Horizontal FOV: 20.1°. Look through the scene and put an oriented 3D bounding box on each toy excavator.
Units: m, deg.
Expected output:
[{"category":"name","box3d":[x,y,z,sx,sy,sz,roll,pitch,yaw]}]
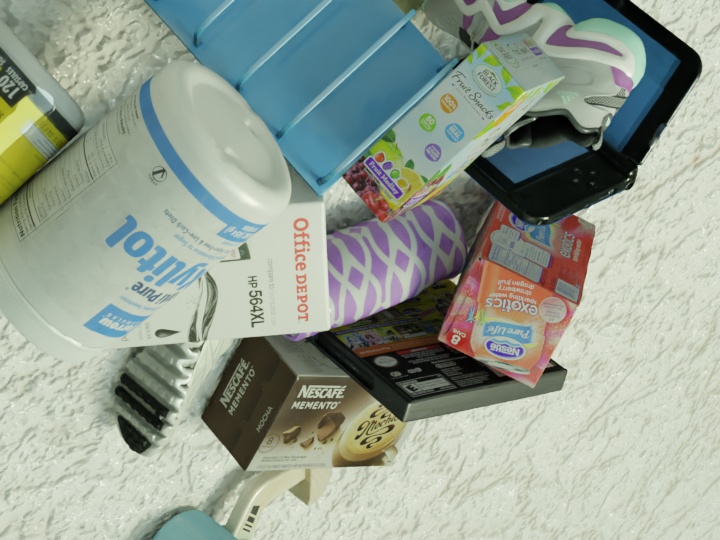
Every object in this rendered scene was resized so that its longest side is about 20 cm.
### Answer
[{"category":"toy excavator","box3d":[-0.128,0.260,1.940,0.194,0.100,0.201,5,113,-49]}]

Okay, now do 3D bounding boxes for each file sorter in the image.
[{"category":"file sorter","box3d":[-0.042,-0.174,1.462,0.139,0.200,0.123,-42,-176,-2]}]

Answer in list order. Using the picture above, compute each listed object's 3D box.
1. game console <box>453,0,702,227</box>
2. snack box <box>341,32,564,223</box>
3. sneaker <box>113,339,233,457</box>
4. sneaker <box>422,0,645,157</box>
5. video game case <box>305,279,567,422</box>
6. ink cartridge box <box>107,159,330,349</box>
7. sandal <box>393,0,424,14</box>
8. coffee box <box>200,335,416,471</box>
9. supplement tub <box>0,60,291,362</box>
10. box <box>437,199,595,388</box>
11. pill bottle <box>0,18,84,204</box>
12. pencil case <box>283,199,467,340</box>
[{"category":"game console","box3d":[0.152,-0.157,1.693,0.170,0.200,0.119,-24,141,-32]},{"category":"snack box","box3d":[0.073,-0.110,1.511,0.142,0.053,0.200,-44,177,16]},{"category":"sneaker","box3d":[-0.151,0.076,1.746,0.081,0.075,0.201,-11,134,-50]},{"category":"sneaker","box3d":[0.118,-0.154,1.645,0.140,0.199,0.078,-62,154,-17]},{"category":"video game case","box3d":[0.059,0.068,1.846,0.199,0.181,0.026,-8,124,-40]},{"category":"ink cartridge box","box3d":[-0.124,-0.021,1.590,0.198,0.085,0.147,-5,135,-3]},{"category":"sandal","box3d":[-0.026,-0.193,1.606,0.200,0.057,0.080,-23,140,-27]},{"category":"coffee box","box3d":[-0.035,0.118,1.890,0.199,0.080,0.113,5,123,-47]},{"category":"supplement tub","box3d":[-0.160,-0.041,1.428,0.200,0.132,0.132,-38,148,19]},{"category":"box","box3d":[0.145,0.009,1.857,0.095,0.102,0.200,-63,-179,24]},{"category":"pill bottle","box3d":[-0.297,-0.078,1.406,0.200,0.112,0.112,-43,145,-3]},{"category":"pencil case","box3d":[0.000,0.000,1.809,0.199,0.084,0.085,-19,173,-28]}]
